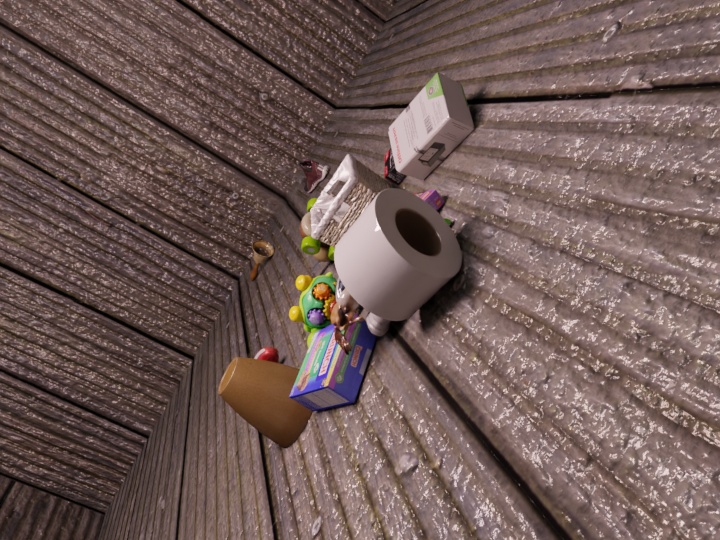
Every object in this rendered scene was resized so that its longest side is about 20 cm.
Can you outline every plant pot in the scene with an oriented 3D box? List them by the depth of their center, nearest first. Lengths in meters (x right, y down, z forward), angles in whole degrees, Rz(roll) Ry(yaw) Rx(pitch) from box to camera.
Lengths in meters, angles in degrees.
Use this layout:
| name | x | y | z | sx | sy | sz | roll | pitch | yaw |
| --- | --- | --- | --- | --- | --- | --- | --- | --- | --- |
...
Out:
| name | x | y | z | sx | sy | sz | roll | pitch | yaw |
| --- | --- | --- | --- | --- | --- | --- | --- | --- | --- |
| plant pot | -0.230 | 0.291 | 1.481 | 0.187 | 0.198 | 0.187 | -52 | 19 | 26 |

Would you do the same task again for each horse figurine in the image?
| name | x | y | z | sx | sy | sz | roll | pitch | yaw |
| --- | --- | --- | --- | --- | --- | --- | --- | --- | --- |
| horse figurine | -0.016 | 0.064 | 1.259 | 0.203 | 0.049 | 0.132 | -68 | 17 | -9 |

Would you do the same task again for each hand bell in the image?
| name | x | y | z | sx | sy | sz | roll | pitch | yaw |
| --- | --- | --- | --- | --- | --- | --- | --- | --- | --- |
| hand bell | -0.469 | -0.029 | 2.823 | 0.105 | 0.103 | 0.201 | -83 | 17 | -50 |

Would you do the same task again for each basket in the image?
| name | x | y | z | sx | sy | sz | roll | pitch | yaw |
| --- | --- | --- | --- | --- | --- | --- | --- | --- | --- |
| basket | -0.020 | -0.167 | 1.659 | 0.199 | 0.159 | 0.201 | -53 | 20 | 20 |

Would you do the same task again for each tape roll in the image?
| name | x | y | z | sx | sy | sz | roll | pitch | yaw |
| --- | --- | --- | --- | --- | --- | --- | --- | --- | --- |
| tape roll | 0.068 | -0.029 | 1.147 | 0.139 | 0.201 | 0.204 | -45 | 23 | 36 |

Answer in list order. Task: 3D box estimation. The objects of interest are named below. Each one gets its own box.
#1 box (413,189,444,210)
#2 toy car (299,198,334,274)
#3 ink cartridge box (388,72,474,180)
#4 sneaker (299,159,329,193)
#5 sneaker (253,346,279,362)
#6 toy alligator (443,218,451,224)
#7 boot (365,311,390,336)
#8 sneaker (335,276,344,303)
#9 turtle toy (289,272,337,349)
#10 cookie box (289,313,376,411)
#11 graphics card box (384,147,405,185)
| name | x | y | z | sx | sy | sz | roll | pitch | yaw |
| --- | --- | --- | --- | --- | --- | --- | --- | --- | --- |
| box | 0.081 | -0.095 | 1.377 | 0.200 | 0.039 | 0.137 | -45 | 16 | -13 |
| toy car | -0.121 | -0.082 | 1.856 | 0.200 | 0.155 | 0.167 | 126 | 154 | -54 |
| ink cartridge box | 0.163 | -0.336 | 1.476 | 0.200 | 0.083 | 0.148 | -43 | 45 | 43 |
| sneaker | -0.219 | -0.411 | 2.636 | 0.200 | 0.115 | 0.077 | -35 | 30 | 52 |
| sneaker | -0.287 | 0.327 | 1.814 | 0.116 | 0.077 | 0.202 | -103 | 33 | -53 |
| toy alligator | 0.089 | -0.070 | 1.270 | 0.059 | 0.196 | 0.055 | -4 | -92 | -80 |
| boot | 0.041 | 0.060 | 1.305 | 0.200 | 0.072 | 0.097 | -80 | 11 | -70 |
| sneaker | 0.000 | 0.000 | 1.488 | 0.079 | 0.078 | 0.202 | -43 | 23 | 56 |
| turtle toy | -0.090 | 0.104 | 1.514 | 0.100 | 0.144 | 0.204 | 15 | 94 | 48 |
| cookie box | -0.059 | 0.202 | 1.348 | 0.199 | 0.075 | 0.173 | -30 | 33 | 56 |
| graphics card box | 0.138 | -0.338 | 1.665 | 0.200 | 0.050 | 0.126 | -50 | 21 | 33 |
